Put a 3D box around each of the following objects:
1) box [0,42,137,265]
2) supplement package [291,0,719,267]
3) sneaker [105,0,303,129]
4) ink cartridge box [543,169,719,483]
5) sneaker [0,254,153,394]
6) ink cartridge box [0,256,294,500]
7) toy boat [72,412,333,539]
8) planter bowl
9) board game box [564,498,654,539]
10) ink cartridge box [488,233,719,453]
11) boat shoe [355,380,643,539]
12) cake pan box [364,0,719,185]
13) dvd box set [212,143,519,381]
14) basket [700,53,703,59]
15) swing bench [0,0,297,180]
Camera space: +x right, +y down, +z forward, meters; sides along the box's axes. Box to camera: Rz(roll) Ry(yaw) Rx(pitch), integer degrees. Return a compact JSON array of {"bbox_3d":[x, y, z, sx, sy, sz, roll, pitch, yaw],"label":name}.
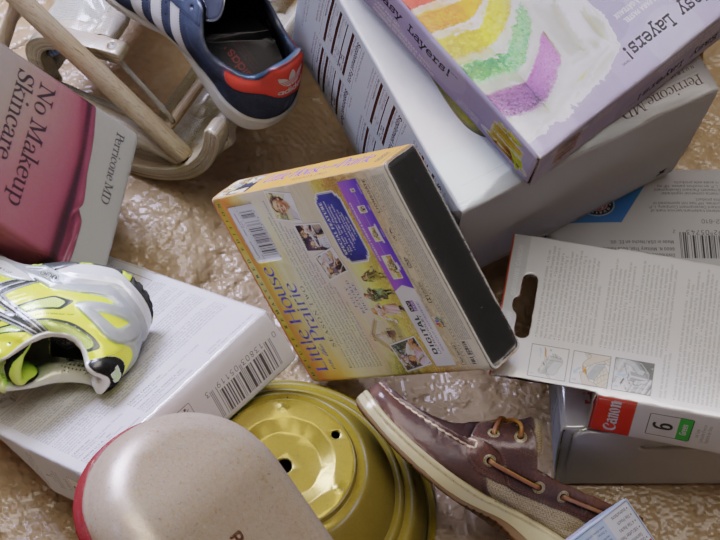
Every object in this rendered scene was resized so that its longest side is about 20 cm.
[{"bbox_3d":[-0.261,-0.072,1.507,0.200,0.109,0.129,33,53,-34],"label":"box"},{"bbox_3d":[0.088,-0.133,1.480,0.190,0.147,0.201,-26,75,-13],"label":"supplement package"},{"bbox_3d":[-0.109,-0.187,1.518,0.200,0.085,0.075,43,63,4],"label":"sneaker"},{"bbox_3d":[0.195,0.038,1.535,0.143,0.085,0.201,0,58,-1],"label":"ink cartridge box"},{"bbox_3d":[-0.234,0.033,1.451,0.199,0.076,0.077,1,42,9],"label":"sneaker"},{"bbox_3d":[-0.161,0.071,1.497,0.161,0.050,0.199,-43,32,-23],"label":"ink cartridge box"},{"bbox_3d":[-0.094,0.184,1.374,0.130,0.131,0.201,-35,91,-36],"label":"toy boat"},{"bbox_3d":[-0.049,0.140,1.465,0.199,0.084,0.202,1,59,-1],"label":"planter bowl"},{"bbox_3d":[0.146,0.263,1.348,0.200,0.041,0.200,-28,82,-43],"label":"board game box"},{"bbox_3d":[0.185,0.048,1.451,0.199,0.050,0.110,10,60,5],"label":"ink cartridge box"},{"bbox_3d":[0.090,0.122,1.458,0.200,0.072,0.072,36,89,-1],"label":"boat shoe"},{"bbox_3d":[0.117,-0.180,1.395,0.200,0.052,0.184,-36,80,-16],"label":"cake pan box"},{"bbox_3d":[0.000,0.000,1.457,0.029,0.200,0.147,-37,106,-31],"label":"dvd box set"},{"bbox_3d":[0.150,-0.187,1.681,0.199,0.150,0.143,4,26,0],"label":"basket"},{"bbox_3d":[-0.138,-0.189,1.630,0.199,0.130,0.199,35,62,-1],"label":"swing bench"}]
